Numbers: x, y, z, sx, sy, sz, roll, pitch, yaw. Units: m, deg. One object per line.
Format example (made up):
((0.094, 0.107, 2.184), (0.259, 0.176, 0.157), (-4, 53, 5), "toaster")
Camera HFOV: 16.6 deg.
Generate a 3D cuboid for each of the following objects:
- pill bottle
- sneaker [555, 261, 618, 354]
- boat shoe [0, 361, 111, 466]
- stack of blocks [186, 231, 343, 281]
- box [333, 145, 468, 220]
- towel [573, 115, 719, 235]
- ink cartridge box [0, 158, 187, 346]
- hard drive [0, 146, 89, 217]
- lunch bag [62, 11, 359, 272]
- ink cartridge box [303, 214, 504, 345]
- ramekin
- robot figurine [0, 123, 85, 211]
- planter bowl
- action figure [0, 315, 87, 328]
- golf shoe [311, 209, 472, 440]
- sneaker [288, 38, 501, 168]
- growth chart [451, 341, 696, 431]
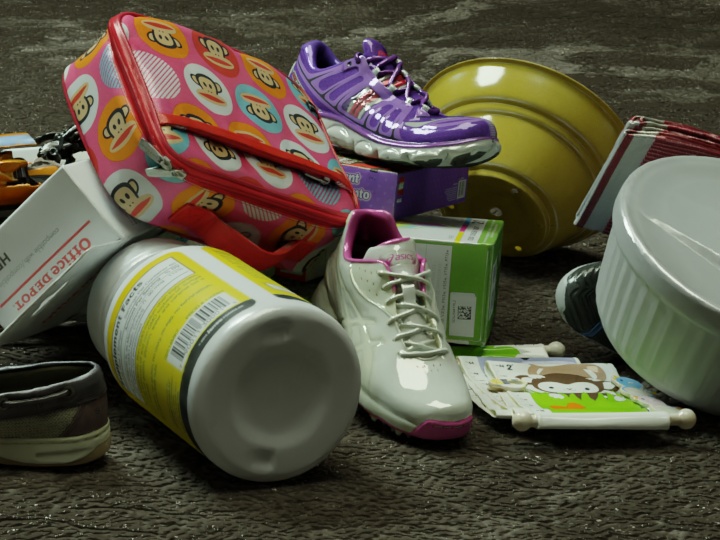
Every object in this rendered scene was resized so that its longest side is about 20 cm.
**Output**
((-0.092, 0.049, 1.548), (0.114, 0.115, 0.200), (-4, 17, -27), "pill bottle")
((0.212, 0.025, 1.827), (0.200, 0.076, 0.077), (4, 5, -42), "sneaker")
((-0.249, 0.078, 1.485), (0.199, 0.065, 0.072), (3, 16, -2), "boat shoe")
((-0.081, -0.032, 1.959), (0.115, 0.059, 0.200), (13, 17, 30), "stack of blocks")
((-0.008, -0.073, 1.900), (0.136, 0.039, 0.200), (9, 8, 17), "box")
((0.271, -0.050, 1.816), (0.199, 0.144, 0.023), (14, 58, -5), "towel")
((-0.190, -0.020, 1.675), (0.068, 0.116, 0.200), (50, 23, 6), "ink cartridge box")
((-0.230, -0.077, 2.037), (0.199, 0.027, 0.132), (-6, -12, -36), "hard drive")
((-0.098, -0.076, 1.680), (0.200, 0.082, 0.177), (17, 39, -44), "lunch bag")
((0.000, 0.000, 1.801), (0.199, 0.076, 0.148), (5, 8, 5), "ink cartridge box")
((0.254, 0.017, 1.696), (0.202, 0.094, 0.203), (16, 34, -11), "ramekin")
((-0.235, -0.042, 1.827), (0.199, 0.146, 0.058), (-8, -16, -12), "robot figurine")
((0.122, -0.072, 2.022), (0.200, 0.201, 0.084), (10, 47, 21), "planter bowl")
((-0.274, 0.021, 1.729), (0.199, 0.052, 0.065), (1, 20, -31), "action figure")
((0.022, 0.034, 1.629), (0.075, 0.092, 0.200), (-3, 33, -25), "golf shoe")
((0.018, -0.126, 1.837), (0.200, 0.084, 0.081), (20, 13, 35), "sneaker")
((0.129, 0.079, 1.675), (0.144, 0.018, 0.200), (-2, 14, -23), "growth chart")
